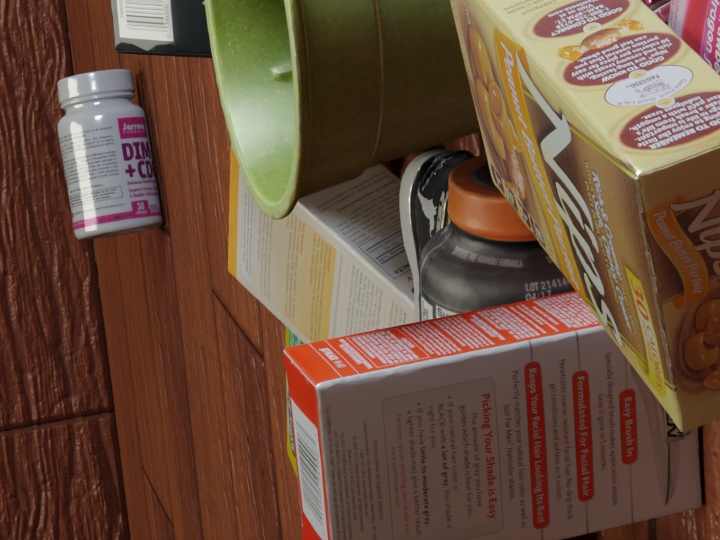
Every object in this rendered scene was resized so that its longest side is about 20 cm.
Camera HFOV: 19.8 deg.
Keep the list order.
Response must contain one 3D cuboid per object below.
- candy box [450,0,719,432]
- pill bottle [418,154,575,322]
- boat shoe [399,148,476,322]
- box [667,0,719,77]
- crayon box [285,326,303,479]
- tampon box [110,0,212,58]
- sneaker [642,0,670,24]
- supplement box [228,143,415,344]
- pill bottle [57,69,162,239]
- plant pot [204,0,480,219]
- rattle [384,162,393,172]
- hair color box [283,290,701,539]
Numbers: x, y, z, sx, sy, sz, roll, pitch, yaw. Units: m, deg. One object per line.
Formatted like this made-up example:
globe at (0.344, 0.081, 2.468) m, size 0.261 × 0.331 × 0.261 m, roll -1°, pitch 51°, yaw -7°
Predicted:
candy box at (0.097, -0.043, 0.793) m, size 0.200 × 0.055 × 0.116 m, roll -120°, pitch 11°, yaw -55°
pill bottle at (0.086, 0.038, 1.133) m, size 0.106 × 0.106 × 0.201 m, roll -127°, pitch 32°, yaw -62°
boat shoe at (0.075, 0.025, 1.245) m, size 0.060 × 0.074 × 0.201 m, roll 17°, pitch 119°, yaw 59°
box at (0.173, -0.142, 0.691) m, size 0.100 × 0.095 × 0.201 m, roll -118°, pitch 23°, yaw -49°
crayon box at (-0.014, 0.117, 1.673) m, size 0.173 × 0.058 × 0.201 m, roll -117°, pitch 23°, yaw -53°
tampon box at (-0.058, -0.228, 1.292) m, size 0.200 × 0.126 × 0.150 m, roll -39°, pitch -49°, yaw -58°
sneaker at (0.148, -0.055, 0.881) m, size 0.075 × 0.080 × 0.201 m, roll 106°, pitch 151°, yaw -64°
supplement box at (0.000, 0.000, 1.371) m, size 0.200 × 0.073 × 0.126 m, roll 42°, pitch 146°, yaw 30°
pill bottle at (-0.318, -0.145, 2.588) m, size 0.113 × 0.113 × 0.201 m, roll 168°, pitch 92°, yaw -76°
plant pot at (0.031, -0.139, 1.061) m, size 0.200 × 0.189 × 0.201 m, roll 171°, pitch 90°, yaw -77°
rattle at (0.005, -0.175, 1.474) m, size 0.130 × 0.143 × 0.201 m, roll -8°, pitch 72°, yaw 48°
hair color box at (0.068, 0.079, 1.032) m, size 0.064 × 0.199 × 0.111 m, roll -137°, pitch 40°, yaw -66°
